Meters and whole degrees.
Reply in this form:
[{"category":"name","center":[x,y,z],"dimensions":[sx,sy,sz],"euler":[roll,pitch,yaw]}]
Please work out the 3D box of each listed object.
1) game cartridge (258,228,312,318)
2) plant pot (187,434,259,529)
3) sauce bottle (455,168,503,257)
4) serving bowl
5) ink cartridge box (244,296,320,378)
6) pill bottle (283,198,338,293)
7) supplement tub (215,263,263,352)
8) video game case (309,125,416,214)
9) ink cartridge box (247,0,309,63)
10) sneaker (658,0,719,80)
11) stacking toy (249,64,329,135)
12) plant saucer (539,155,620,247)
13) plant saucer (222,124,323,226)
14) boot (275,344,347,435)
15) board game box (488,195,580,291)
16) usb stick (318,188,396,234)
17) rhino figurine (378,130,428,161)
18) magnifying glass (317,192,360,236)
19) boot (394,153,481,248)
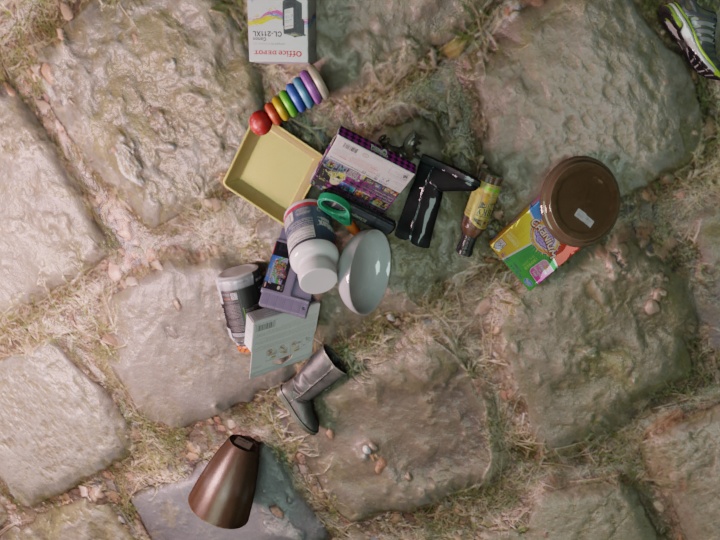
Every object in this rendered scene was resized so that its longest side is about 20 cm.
[{"category":"game cartridge","center":[-0.167,0.004,1.498],"dimensions":[0.125,0.039,0.206],"euler":[15,71,-1]},{"category":"plant pot","center":[-0.363,0.575,1.707],"dimensions":[0.182,0.187,0.205],"euler":[23,95,0]},{"category":"sauce bottle","center":[0.276,-0.133,1.432],"dimensions":[0.063,0.065,0.206],"euler":[17,110,3]},{"category":"serving bowl","center":[0.000,0.000,1.459],"dimensions":[0.064,0.198,0.207],"euler":[10,111,31]},{"category":"ink cartridge box","center":[-0.201,0.166,1.544],"dimensions":[0.043,0.196,0.178],"euler":[40,131,38]},{"category":"pill bottle","center":[-0.112,-0.054,1.418],"dimensions":[0.115,0.204,0.121],"euler":[-9,143,-7]},{"category":"supplement tub","center":[-0.292,0.097,1.560],"dimensions":[0.118,0.123,0.207],"euler":[-8,106,11]},{"category":"video game case","center":[0.003,-0.219,1.389],"dimensions":[0.195,0.037,0.182],"euler":[23,143,-14]},{"category":"ink cartridge box","center":[-0.174,-0.568,1.352],"dimensions":[0.140,0.083,0.207],"euler":[3,107,7]},{"category":"sneaker","center":[0.705,-0.482,1.253],"dimensions":[0.080,0.074,0.201],"euler":[-37,101,14]},{"category":"stacking toy","center":[-0.170,-0.381,1.387],"dimensions":[0.197,0.085,0.087],"euler":[-32,101,2]},{"category":"plant saucer","center":[0.502,-0.155,1.374],"dimensions":[0.193,0.029,0.208],"euler":[-1,95,-7]},{"category":"plant saucer","center":[-0.207,-0.245,1.478],"dimensions":[0.197,0.049,0.203],"euler":[32,110,-2]},{"category":"boot","center":[-0.111,0.324,1.639],"dimensions":[0.198,0.073,0.183],"euler":[-38,101,11]},{"category":"board game box","center":[0.426,-0.076,1.438],"dimensions":[0.153,0.040,0.200],"euler":[45,108,-6]},{"category":"usb stick","center":[-0.005,-0.139,1.441],"dimensions":[0.195,0.055,0.034],"euler":[25,72,-15]},{"category":"rhino figurine","center":[0.068,-0.269,1.420],"dimensions":[0.195,0.060,0.089],"euler":[-20,119,15]},{"category":"magnifying glass","center":[-0.038,-0.122,1.435],"dimensions":[0.077,0.200,0.023],"euler":[8,70,29]},{"category":"boot","center":[0.178,-0.146,1.426],"dimensions":[0.162,0.065,0.205],"euler":[29,108,27]}]
